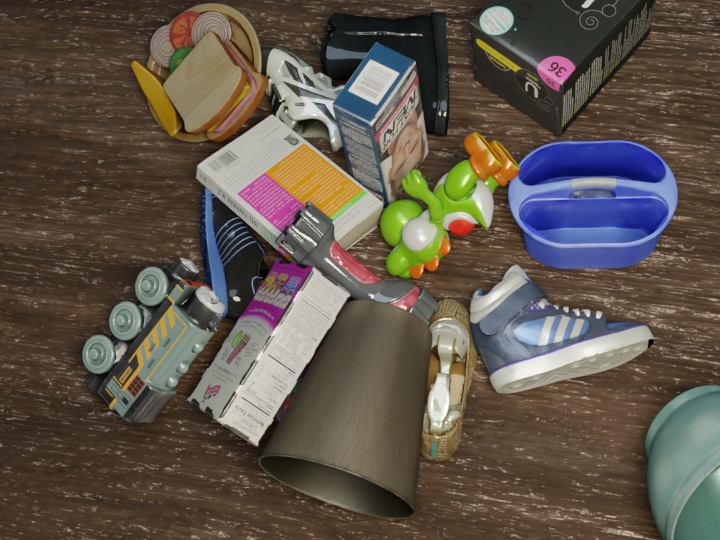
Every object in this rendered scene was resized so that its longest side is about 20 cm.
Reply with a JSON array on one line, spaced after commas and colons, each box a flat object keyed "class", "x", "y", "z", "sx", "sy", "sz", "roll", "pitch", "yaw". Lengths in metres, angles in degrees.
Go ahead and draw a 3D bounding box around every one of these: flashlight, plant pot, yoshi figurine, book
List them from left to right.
[{"class": "book", "x": -0.089, "y": -0.096, "z": 1.503, "sx": 0.200, "sy": 0.048, "sz": 0.133, "roll": 41, "pitch": 58, "yaw": 18}, {"class": "flashlight", "x": 0.000, "y": 0.000, "z": 1.418, "sx": 0.200, "sy": 0.068, "sz": 0.068, "roll": 41, "pitch": 35, "yaw": -9}, {"class": "yoshi figurine", "x": 0.090, "y": -0.084, "z": 1.458, "sx": 0.112, "sy": 0.112, "sz": 0.200, "roll": 38, "pitch": 110, "yaw": -13}, {"class": "plant pot", "x": 0.381, "y": 0.206, "z": 1.267, "sx": 0.198, "sy": 0.202, "sz": 0.135, "roll": -24, "pitch": 37, "yaw": -4}]

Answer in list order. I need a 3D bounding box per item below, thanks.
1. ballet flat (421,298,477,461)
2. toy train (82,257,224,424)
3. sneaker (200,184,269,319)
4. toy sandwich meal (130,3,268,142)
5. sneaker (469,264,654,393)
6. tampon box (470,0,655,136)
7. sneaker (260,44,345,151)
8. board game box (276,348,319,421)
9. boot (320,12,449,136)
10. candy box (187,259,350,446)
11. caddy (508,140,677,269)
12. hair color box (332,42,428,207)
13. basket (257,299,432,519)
[{"class": "ballet flat", "x": 0.100, "y": 0.118, "z": 1.399, "sx": 0.070, "sy": 0.065, "sz": 0.202, "roll": 2, "pitch": 66, "yaw": 5}, {"class": "toy train", "x": -0.242, "y": 0.085, "z": 1.427, "sx": 0.114, "sy": 0.085, "sz": 0.201, "roll": 43, "pitch": 100, "yaw": 22}, {"class": "sneaker", "x": -0.156, "y": -0.027, "z": 1.505, "sx": 0.077, "sy": 0.070, "sz": 0.202, "roll": -1, "pitch": 59, "yaw": -15}, {"class": "toy sandwich meal", "x": -0.214, "y": -0.258, "z": 1.578, "sx": 0.203, "sy": 0.070, "sz": 0.208, "roll": -4, "pitch": 81, "yaw": 26}, {"class": "sneaker", "x": 0.225, "y": 0.049, "z": 1.405, "sx": 0.198, "sy": 0.081, "sz": 0.148, "roll": -16, "pitch": 67, "yaw": 4}, {"class": "tampon box", "x": 0.258, "y": -0.308, "z": 1.541, "sx": 0.149, "sy": 0.127, "sz": 0.200, "roll": 37, "pitch": 75, "yaw": 22}, {"class": "sneaker", "x": -0.088, "y": -0.224, "z": 1.577, "sx": 0.199, "sy": 0.074, "sz": 0.089, "roll": 31, "pitch": 70, "yaw": 20}, {"class": "board game box", "x": -0.038, "y": 0.122, "z": 1.428, "sx": 0.158, "sy": 0.039, "sz": 0.200, "roll": -40, "pitch": 66, "yaw": -11}, {"class": "boot", "x": 0.032, "y": -0.255, "z": 1.572, "sx": 0.166, "sy": 0.077, "sz": 0.202, "roll": -2, "pitch": 58, "yaw": 2}, {"class": "candy box", "x": -0.106, "y": 0.089, "z": 1.383, "sx": 0.061, "sy": 0.136, "sz": 0.201, "roll": 36, "pitch": 81, "yaw": -20}, {"class": "caddy", "x": 0.276, "y": -0.082, "z": 1.445, "sx": 0.197, "sy": 0.105, "sz": 0.143, "roll": -1, "pitch": 64, "yaw": 7}, {"class": "hair color box", "x": 0.028, "y": -0.171, "z": 1.467, "sx": 0.060, "sy": 0.200, "sz": 0.100, "roll": 28, "pitch": 72, "yaw": 19}, {"class": "basket", "x": 0.000, "y": 0.146, "z": 1.335, "sx": 0.178, "sy": 0.136, "sz": 0.202, "roll": 20, "pitch": 64, "yaw": -5}]
